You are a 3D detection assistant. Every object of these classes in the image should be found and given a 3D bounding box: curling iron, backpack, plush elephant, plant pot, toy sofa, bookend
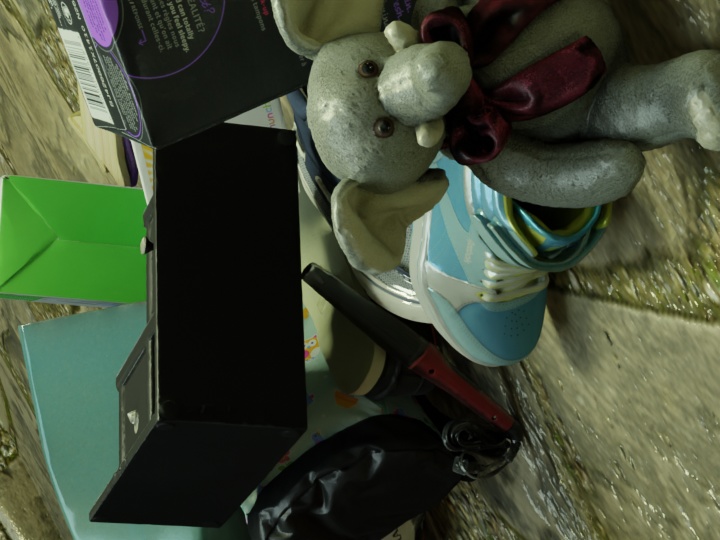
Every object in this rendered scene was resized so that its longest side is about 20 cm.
[{"bbox_3d":[0.033,0.062,1.254,0.200,0.050,0.026,46,164,-27],"label":"curling iron"},{"bbox_3d":[-0.030,0.094,1.390,0.127,0.167,0.200,46,-165,-46],"label":"backpack"},{"bbox_3d":[0.044,-0.089,0.916,0.200,0.155,0.165,-25,89,54],"label":"plush elephant"},{"bbox_3d":[-0.149,0.130,1.503,0.141,0.141,0.200,13,-112,-69],"label":"plant pot"},{"bbox_3d":[-0.182,-0.164,1.603,0.098,0.083,0.200,49,156,28],"label":"toy sofa"},{"bbox_3d":[-0.107,0.038,1.278,0.199,0.092,0.200,129,143,-60],"label":"bookend"}]

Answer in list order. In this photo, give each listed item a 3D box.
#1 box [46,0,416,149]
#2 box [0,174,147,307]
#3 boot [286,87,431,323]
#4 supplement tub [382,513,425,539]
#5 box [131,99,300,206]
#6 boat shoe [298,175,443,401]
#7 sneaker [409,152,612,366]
[{"bbox_3d":[-0.061,-0.162,1.097,0.106,0.200,0.122,24,135,63],"label":"box"},{"bbox_3d":[-0.205,-0.019,1.635,0.176,0.200,0.097,172,102,-72],"label":"box"},{"bbox_3d":[0.008,-0.052,1.244,0.200,0.073,0.090,47,160,45],"label":"boot"},{"bbox_3d":[-0.012,0.197,1.534,0.123,0.122,0.200,53,158,31],"label":"supplement tub"},{"bbox_3d":[-0.113,-0.142,1.342,0.113,0.101,0.200,-115,12,-74],"label":"box"},{"bbox_3d":[-0.001,0.002,1.340,0.074,0.063,0.202,-55,41,37],"label":"boat shoe"},{"bbox_3d":[0.084,-0.010,1.088,0.131,0.079,0.200,42,152,51],"label":"sneaker"}]
